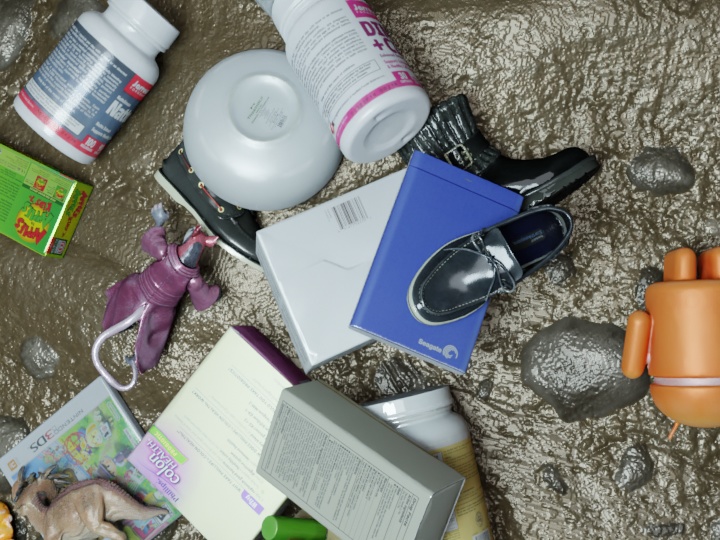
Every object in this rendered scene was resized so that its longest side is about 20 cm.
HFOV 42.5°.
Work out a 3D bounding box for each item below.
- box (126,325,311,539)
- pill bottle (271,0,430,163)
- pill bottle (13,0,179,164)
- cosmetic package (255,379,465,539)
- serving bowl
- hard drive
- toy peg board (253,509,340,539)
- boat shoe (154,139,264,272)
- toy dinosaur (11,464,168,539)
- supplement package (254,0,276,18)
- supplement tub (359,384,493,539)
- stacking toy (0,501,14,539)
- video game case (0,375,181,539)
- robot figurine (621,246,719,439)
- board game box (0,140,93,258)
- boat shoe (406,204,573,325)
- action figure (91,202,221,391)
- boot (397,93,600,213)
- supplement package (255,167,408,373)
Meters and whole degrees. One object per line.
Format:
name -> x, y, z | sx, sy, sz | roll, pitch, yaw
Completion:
box -> -0.137, 0.199, 1.087 | 0.175, 0.097, 0.201 | 40, 93, 10
pill bottle -> -0.015, -0.232, 1.035 | 0.112, 0.113, 0.202 | -33, 70, 7
pill bottle -> -0.317, -0.244, 1.133 | 0.119, 0.120, 0.201 | 41, 95, 10
cosmetic package -> -0.004, 0.206, 0.935 | 0.198, 0.073, 0.105 | 30, 109, 29
serving bowl -> -0.112, -0.176, 1.087 | 0.196, 0.066, 0.204 | 1, 74, -5
hard drive -> 0.082, -0.010, 0.980 | 0.130, 0.025, 0.203 | 22, 77, -4
toy peg board -> -0.081, 0.371, 0.988 | 0.199, 0.097, 0.202 | -47, 49, 21
boat shoe -> -0.164, -0.076, 1.118 | 0.201, 0.073, 0.063 | 44, 103, 14
toy dinosaur -> -0.338, 0.284, 1.107 | 0.196, 0.086, 0.138 | -16, 77, 4
supplement package -> -0.115, -0.418, 1.089 | 0.152, 0.151, 0.200 | -44, 80, 6
supplement tub -> 0.062, 0.240, 1.022 | 0.143, 0.145, 0.204 | -14, 84, 9
stacking toy -> -0.426, 0.379, 1.137 | 0.109, 0.116, 0.202 | -30, 71, 9
video game case -> -0.335, 0.267, 1.157 | 0.181, 0.022, 0.201 | -38, 81, 7
robot figurine -> 0.363, 0.078, 0.992 | 0.142, 0.116, 0.205 | 0, 86, -34
board game box -> -0.453, -0.105, 1.187 | 0.197, 0.048, 0.103 | 26, 92, 11
boat shoe -> 0.134, -0.011, 0.944 | 0.197, 0.062, 0.076 | -28, 86, -12
action figure -> -0.242, 0.016, 1.088 | 0.134, 0.149, 0.200 | 42, 119, -2
boot -> 0.152, -0.135, 1.060 | 0.208, 0.079, 0.160 | -23, 83, 9
supplement package -> 0.000, 0.000, 1.037 | 0.197, 0.111, 0.158 | -23, 83, -11
